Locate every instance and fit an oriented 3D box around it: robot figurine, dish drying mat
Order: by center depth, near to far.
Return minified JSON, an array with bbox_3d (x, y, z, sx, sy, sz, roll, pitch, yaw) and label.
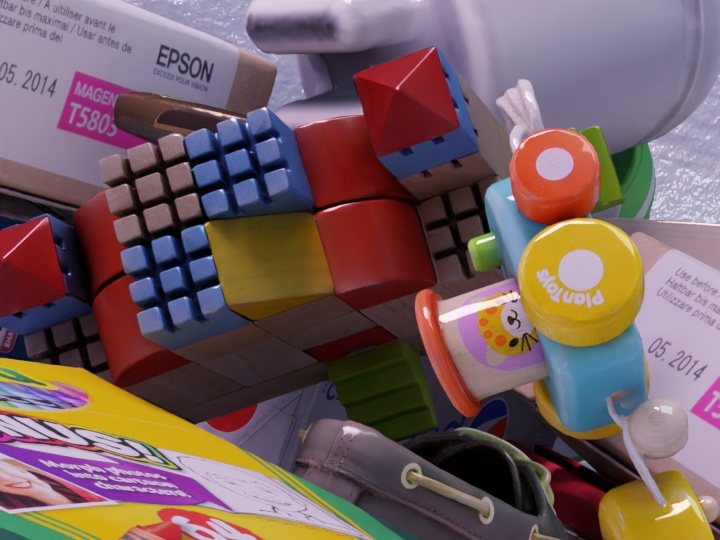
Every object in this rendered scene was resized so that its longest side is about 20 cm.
[{"bbox_3d":[0.092,0.093,0.946,0.077,0.018,0.200,47,-5,-7],"label":"dish drying mat"},{"bbox_3d":[0.055,-0.090,1.015,0.199,0.170,0.113,-17,17,-36],"label":"robot figurine"}]

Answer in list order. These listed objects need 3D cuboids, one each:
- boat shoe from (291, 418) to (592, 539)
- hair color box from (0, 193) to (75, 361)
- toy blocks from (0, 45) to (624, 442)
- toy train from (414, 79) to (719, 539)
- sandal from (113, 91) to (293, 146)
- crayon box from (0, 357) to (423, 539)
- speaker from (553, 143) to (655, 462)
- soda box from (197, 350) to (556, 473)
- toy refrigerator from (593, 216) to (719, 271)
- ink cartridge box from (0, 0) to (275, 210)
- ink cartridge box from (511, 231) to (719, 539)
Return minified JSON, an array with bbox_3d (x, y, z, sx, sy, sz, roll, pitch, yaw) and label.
[{"bbox_3d":[0.031,0.080,0.841,0.072,0.061,0.202,22,4,27],"label":"boat shoe"},{"bbox_3d":[-0.092,0.011,1.092,0.199,0.061,0.100,15,7,-36],"label":"hair color box"},{"bbox_3d":[-0.029,-0.003,0.811,0.199,0.100,0.137,-19,-15,11],"label":"toy blocks"},{"bbox_3d":[0.055,0.056,0.732,0.055,0.201,0.150,-19,11,-3],"label":"toy train"},{"bbox_3d":[0.000,0.000,0.947,0.200,0.055,0.082,33,-11,-26],"label":"sandal"},{"bbox_3d":[-0.084,0.065,0.655,0.172,0.059,0.200,24,7,38],"label":"crayon box"},{"bbox_3d":[0.079,0.004,1.159,0.088,0.089,0.200,21,-28,16],"label":"speaker"},{"bbox_3d":[0.003,0.049,1.031,0.068,0.064,0.200,24,8,28],"label":"soda box"},{"bbox_3d":[0.134,0.031,1.087,0.070,0.076,0.200,4,-6,19],"label":"toy refrigerator"},{"bbox_3d":[-0.154,-0.082,0.992,0.164,0.075,0.200,23,4,34],"label":"ink cartridge box"},{"bbox_3d":[0.164,0.086,0.889,0.165,0.075,0.200,43,-5,-33],"label":"ink cartridge box"}]
